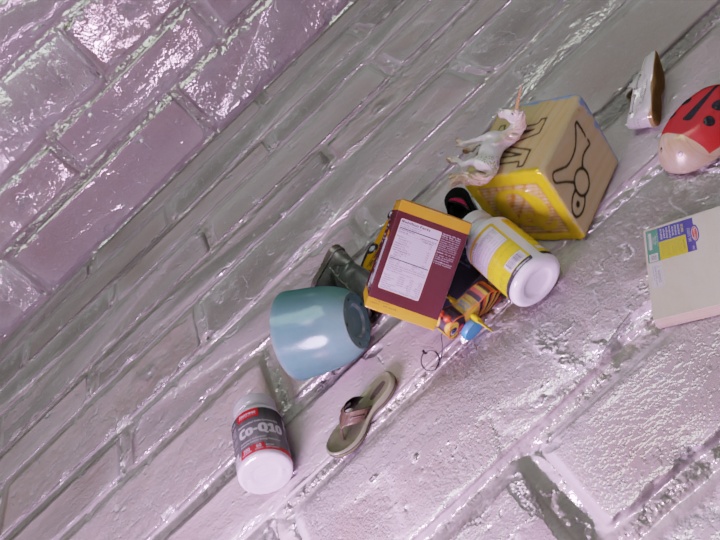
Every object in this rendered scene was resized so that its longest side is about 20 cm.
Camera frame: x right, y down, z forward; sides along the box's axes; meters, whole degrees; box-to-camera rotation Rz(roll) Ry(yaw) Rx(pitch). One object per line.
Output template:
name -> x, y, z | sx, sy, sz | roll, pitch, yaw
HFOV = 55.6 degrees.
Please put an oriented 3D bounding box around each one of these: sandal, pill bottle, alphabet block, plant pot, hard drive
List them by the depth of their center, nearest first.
pill bottle -> 0.270, -0.031, 1.286 | 0.112, 0.112, 0.200 | -43, 47, 2
alphabet block -> 0.355, -0.195, 1.343 | 0.196, 0.195, 0.201 | 0, 52, 51
sandal -> -0.007, 0.275, 1.345 | 0.201, 0.057, 0.080 | -54, 33, -14
hard drive -> 0.197, 0.022, 1.414 | 0.200, 0.042, 0.135 | -47, 31, -4
pill bottle -> -0.211, 0.356, 1.434 | 0.114, 0.114, 0.200 | -40, 32, 8
plant pot -> -0.074, 0.125, 1.478 | 0.160, 0.201, 0.202 | -15, 41, 24
sandal -> 0.224, -0.129, 1.526 | 0.200, 0.045, 0.076 | -114, 32, -54

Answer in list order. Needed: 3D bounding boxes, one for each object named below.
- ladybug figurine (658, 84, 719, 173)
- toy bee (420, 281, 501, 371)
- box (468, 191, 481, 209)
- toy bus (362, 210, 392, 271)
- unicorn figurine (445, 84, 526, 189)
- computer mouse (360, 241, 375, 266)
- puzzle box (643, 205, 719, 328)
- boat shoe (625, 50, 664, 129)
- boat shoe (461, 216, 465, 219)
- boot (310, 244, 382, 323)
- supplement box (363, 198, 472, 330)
ladybug figurine -> 0.616, -0.265, 1.233 | 0.200, 0.072, 0.136 | -50, 32, -8
toy bee -> 0.188, 0.092, 1.278 | 0.130, 0.109, 0.201 | 16, 68, 27
box -> 0.277, -0.157, 1.531 | 0.039, 0.041, 0.201 | -35, 32, 15
toy bus -> 0.079, -0.063, 1.625 | 0.078, 0.065, 0.201 | 1, 54, 49
unicorn figurine -> 0.238, -0.232, 1.284 | 0.137, 0.074, 0.201 | -2, 65, 36
computer mouse -> 0.000, 0.000, 1.675 | 0.201, 0.034, 0.058 | -54, 34, -13
puzzle box -> 0.527, -0.008, 1.086 | 0.132, 0.025, 0.201 | -20, 39, 35
boat shoe -> 0.577, -0.370, 1.399 | 0.069, 0.071, 0.201 | -9, 47, 41
boat shoe -> 0.176, -0.079, 1.482 | 0.072, 0.066, 0.201 | -39, 3, -43
boot -> -0.025, 0.057, 1.588 | 0.200, 0.072, 0.183 | 41, 126, 30
supplement box -> 0.100, -0.018, 1.279 | 0.197, 0.132, 0.201 | -95, 25, -85
